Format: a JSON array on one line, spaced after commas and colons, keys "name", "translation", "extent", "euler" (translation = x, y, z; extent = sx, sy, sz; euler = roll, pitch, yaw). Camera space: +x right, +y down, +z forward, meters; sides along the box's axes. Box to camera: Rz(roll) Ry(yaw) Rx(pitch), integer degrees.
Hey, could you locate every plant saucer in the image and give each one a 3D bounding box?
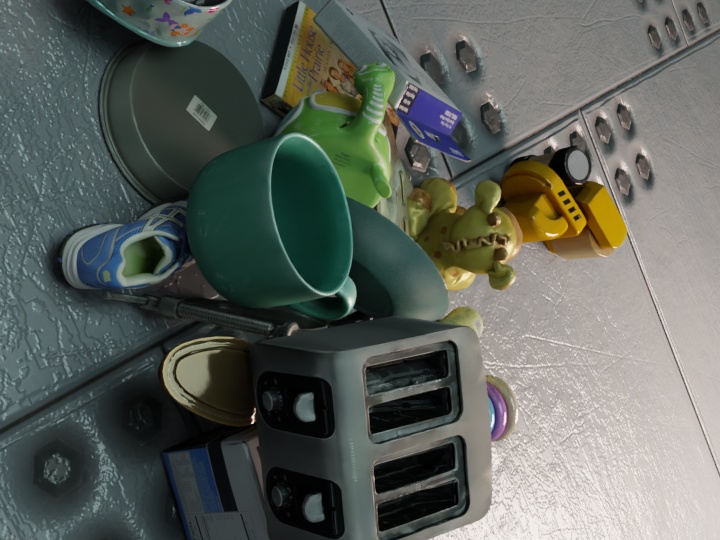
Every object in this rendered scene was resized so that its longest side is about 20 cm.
[{"name": "plant saucer", "translation": [0.000, 0.000, 1.034], "extent": [0.201, 0.201, 0.039], "euler": [49, 64, -25]}]

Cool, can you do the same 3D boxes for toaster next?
[{"name": "toaster", "translation": [0.016, 0.139, 0.845], "extent": [0.199, 0.118, 0.182], "euler": [-8, 96, -36]}]

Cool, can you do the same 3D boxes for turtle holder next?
[{"name": "turtle holder", "translation": [-0.035, -0.141, 1.081], "extent": [0.186, 0.140, 0.132], "euler": [91, 0, -49]}]

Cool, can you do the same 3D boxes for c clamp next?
[{"name": "c clamp", "translation": [-0.117, 0.049, 0.934], "extent": [0.171, 0.199, 0.027], "euler": [4, 96, -74]}]

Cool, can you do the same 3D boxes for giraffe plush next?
[{"name": "giraffe plush", "translation": [0.129, -0.040, 1.228], "extent": [0.173, 0.162, 0.200], "euler": [59, 43, -16]}]

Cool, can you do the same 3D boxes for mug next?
[{"name": "mug", "translation": [-0.088, -0.027, 0.920], "extent": [0.152, 0.114, 0.186], "euler": [-27, 104, -63]}]

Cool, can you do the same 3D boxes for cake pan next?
[{"name": "cake pan", "translation": [-0.178, -0.157, 1.029], "extent": [0.200, 0.037, 0.201], "euler": [17, 65, -43]}]

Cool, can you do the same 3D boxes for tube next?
[{"name": "tube", "translation": [0.109, 0.087, 1.197], "extent": [0.200, 0.058, 0.052], "euler": [-34, 139, -72]}]

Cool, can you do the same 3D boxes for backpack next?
[{"name": "backpack", "translation": [-0.202, -0.323, 0.968], "extent": [0.177, 0.150, 0.201], "euler": [29, 48, -29]}]

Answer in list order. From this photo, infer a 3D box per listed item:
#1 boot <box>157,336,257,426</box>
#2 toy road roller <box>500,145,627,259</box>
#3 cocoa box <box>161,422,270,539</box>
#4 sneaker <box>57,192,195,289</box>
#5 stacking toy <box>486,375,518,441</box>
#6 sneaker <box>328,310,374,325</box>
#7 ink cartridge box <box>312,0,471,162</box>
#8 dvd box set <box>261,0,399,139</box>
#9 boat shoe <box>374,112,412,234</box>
[{"name": "boot", "translation": [-0.139, 0.100, 0.901], "extent": [0.200, 0.154, 0.074], "euler": [17, 78, -47]}, {"name": "toy road roller", "translation": [0.282, -0.076, 1.444], "extent": [0.146, 0.123, 0.200], "euler": [-49, 114, -27]}, {"name": "cocoa box", "translation": [-0.068, 0.201, 0.964], "extent": [0.200, 0.131, 0.134], "euler": [-18, 91, -48]}, {"name": "sneaker", "translation": [-0.185, -0.022, 0.936], "extent": [0.200, 0.077, 0.076], "euler": [-28, 122, -43]}, {"name": "stacking toy", "translation": [0.104, 0.185, 1.199], "extent": [0.199, 0.085, 0.086], "euler": [-7, 83, -43]}, {"name": "sneaker", "translation": [0.034, 0.092, 1.155], "extent": [0.200, 0.071, 0.100], "euler": [2, 75, -48]}, {"name": "ink cartridge box", "translation": [0.054, -0.225, 1.180], "extent": [0.200, 0.041, 0.199], "euler": [52, 18, 16]}, {"name": "dvd box set", "translation": [-0.028, -0.219, 1.214], "extent": [0.200, 0.029, 0.147], "euler": [34, 55, -36]}, {"name": "boat shoe", "translation": [0.026, -0.100, 1.174], "extent": [0.065, 0.072, 0.201], "euler": [-1, 86, -40]}]
